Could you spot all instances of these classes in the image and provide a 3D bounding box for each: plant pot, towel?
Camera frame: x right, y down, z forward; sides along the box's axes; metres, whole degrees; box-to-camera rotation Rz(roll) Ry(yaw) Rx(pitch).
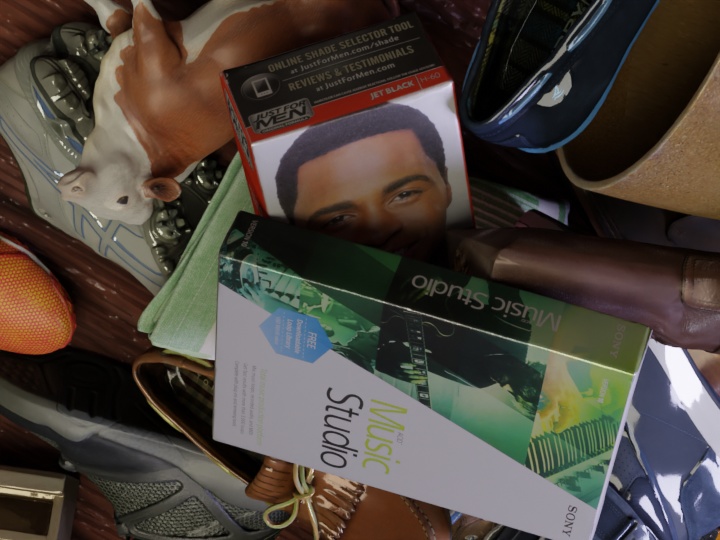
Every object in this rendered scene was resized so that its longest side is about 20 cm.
[{"bbox_3d":[0.224,-0.093,1.014,0.199,0.187,0.187,20,122,-18],"label":"plant pot"},{"bbox_3d":[0.000,0.000,1.132,0.199,0.023,0.153,13,126,-30],"label":"towel"}]

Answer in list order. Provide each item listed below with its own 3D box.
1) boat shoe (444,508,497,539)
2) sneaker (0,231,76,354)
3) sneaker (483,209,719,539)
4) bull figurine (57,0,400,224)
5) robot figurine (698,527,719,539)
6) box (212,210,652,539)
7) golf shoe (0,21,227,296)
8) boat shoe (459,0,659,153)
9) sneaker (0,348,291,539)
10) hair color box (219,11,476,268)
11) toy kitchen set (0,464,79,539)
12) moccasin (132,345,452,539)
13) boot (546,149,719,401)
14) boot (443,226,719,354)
[{"bbox_3d":[0.051,0.128,1.219,0.072,0.072,0.200,6,142,-27],"label":"boat shoe"},{"bbox_3d":[-0.255,0.002,1.196,0.199,0.077,0.073,24,119,-6],"label":"sneaker"},{"bbox_3d":[0.105,0.083,1.106,0.146,0.077,0.203,-39,105,-7],"label":"sneaker"},{"bbox_3d":[-0.077,-0.110,1.073,0.200,0.065,0.122,-31,115,-12],"label":"bull figurine"},{"bbox_3d":[0.133,0.179,1.200,0.145,0.058,0.200,43,94,-15],"label":"robot figurine"},{"bbox_3d":[0.028,0.055,1.021,0.199,0.036,0.145,15,140,7],"label":"box"},{"bbox_3d":[-0.130,-0.039,1.166,0.097,0.078,0.200,-17,113,40],"label":"golf shoe"},{"bbox_3d":[0.104,-0.142,0.958,0.084,0.069,0.201,28,110,35],"label":"boat shoe"},{"bbox_3d":[-0.138,0.120,1.243,0.199,0.076,0.114,22,115,-10],"label":"sneaker"},{"bbox_3d":[0.002,-0.020,1.055,0.101,0.061,0.200,-18,134,-5],"label":"hair color box"},{"bbox_3d":[-0.264,0.093,1.210,0.180,0.200,0.164,7,79,5],"label":"toy kitchen set"},{"bbox_3d":[-0.038,0.099,1.164,0.201,0.078,0.074,41,120,14],"label":"moccasin"},{"bbox_3d":[0.173,-0.031,1.118,0.097,0.075,0.200,-35,111,7],"label":"boot"},{"bbox_3d":[0.140,0.001,0.981,0.199,0.064,0.186,11,156,-3],"label":"boot"}]
